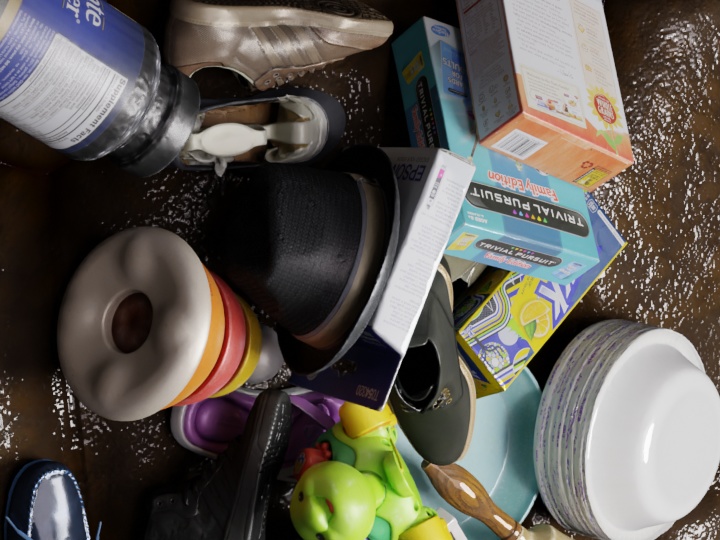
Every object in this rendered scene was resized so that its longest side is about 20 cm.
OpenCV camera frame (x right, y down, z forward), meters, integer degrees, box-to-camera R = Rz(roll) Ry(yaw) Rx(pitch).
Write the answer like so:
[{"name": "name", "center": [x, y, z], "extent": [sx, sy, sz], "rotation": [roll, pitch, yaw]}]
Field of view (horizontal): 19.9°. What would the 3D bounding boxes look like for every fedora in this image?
[{"name": "fedora", "center": [-0.050, -0.020, 1.566], "extent": [0.091, 0.200, 0.202], "rotation": [20, 87, -22]}]

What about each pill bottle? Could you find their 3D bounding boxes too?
[{"name": "pill bottle", "center": [-0.216, -0.148, 1.479], "extent": [0.199, 0.112, 0.112], "rotation": [31, 81, -37]}]

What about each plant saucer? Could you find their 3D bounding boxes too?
[{"name": "plant saucer", "center": [0.080, 0.160, 1.805], "extent": [0.199, 0.036, 0.202], "rotation": [-9, 105, -35]}]

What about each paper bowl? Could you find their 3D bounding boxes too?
[{"name": "paper bowl", "center": [0.254, 0.150, 1.866], "extent": [0.200, 0.104, 0.202], "rotation": [-14, 109, -46]}]

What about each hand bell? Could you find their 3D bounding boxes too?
[{"name": "hand bell", "center": [0.125, 0.224, 1.792], "extent": [0.200, 0.104, 0.104], "rotation": [41, 74, -21]}]

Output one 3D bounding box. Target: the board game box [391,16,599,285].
[{"name": "board game box", "center": [0.111, -0.098, 1.700], "extent": [0.150, 0.047, 0.201], "rotation": [13, 54, -37]}]

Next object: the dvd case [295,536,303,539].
[{"name": "dvd case", "center": [-0.041, 0.290, 1.691], "extent": [0.200, 0.025, 0.152], "rotation": [-16, 112, -63]}]

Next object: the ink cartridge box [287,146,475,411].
[{"name": "ink cartridge box", "center": [0.000, 0.000, 1.613], "extent": [0.043, 0.196, 0.201], "rotation": [25, 83, -23]}]

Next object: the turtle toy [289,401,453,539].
[{"name": "turtle toy", "center": [-0.001, 0.178, 1.618], "extent": [0.101, 0.200, 0.147], "rotation": [-26, 81, 2]}]

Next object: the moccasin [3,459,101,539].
[{"name": "moccasin", "center": [-0.223, 0.245, 1.578], "extent": [0.080, 0.068, 0.202], "rotation": [-16, 108, -33]}]

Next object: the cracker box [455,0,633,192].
[{"name": "cracker box", "center": [0.149, -0.178, 1.710], "extent": [0.133, 0.058, 0.201], "rotation": [20, 51, -37]}]

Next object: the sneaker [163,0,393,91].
[{"name": "sneaker", "center": [-0.069, -0.180, 1.621], "extent": [0.199, 0.070, 0.076], "rotation": [0, 118, -33]}]

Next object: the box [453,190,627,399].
[{"name": "box", "center": [0.143, 0.018, 1.776], "extent": [0.070, 0.064, 0.200], "rotation": [51, 58, -13]}]

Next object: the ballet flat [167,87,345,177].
[{"name": "ballet flat", "center": [-0.080, -0.106, 1.614], "extent": [0.199, 0.073, 0.074], "rotation": [-5, 102, -36]}]

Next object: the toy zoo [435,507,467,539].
[{"name": "toy zoo", "center": [0.050, 0.286, 1.766], "extent": [0.131, 0.020, 0.200], "rotation": [-45, 142, -12]}]

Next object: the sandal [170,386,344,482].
[{"name": "sandal", "center": [-0.064, 0.136, 1.684], "extent": [0.202, 0.050, 0.083], "rotation": [7, 95, -37]}]

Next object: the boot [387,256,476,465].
[{"name": "boot", "center": [0.049, 0.100, 1.643], "extent": [0.077, 0.139, 0.201], "rotation": [-10, 120, 8]}]

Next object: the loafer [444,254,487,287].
[{"name": "loafer", "center": [0.082, -0.028, 1.754], "extent": [0.199, 0.075, 0.070], "rotation": [-25, 129, -30]}]

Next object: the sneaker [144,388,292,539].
[{"name": "sneaker", "center": [-0.124, 0.182, 1.621], "extent": [0.060, 0.103, 0.201], "rotation": [0, 103, -74]}]

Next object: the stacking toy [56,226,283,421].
[{"name": "stacking toy", "center": [-0.124, 0.057, 1.595], "extent": [0.200, 0.145, 0.147], "rotation": [21, 87, -53]}]
